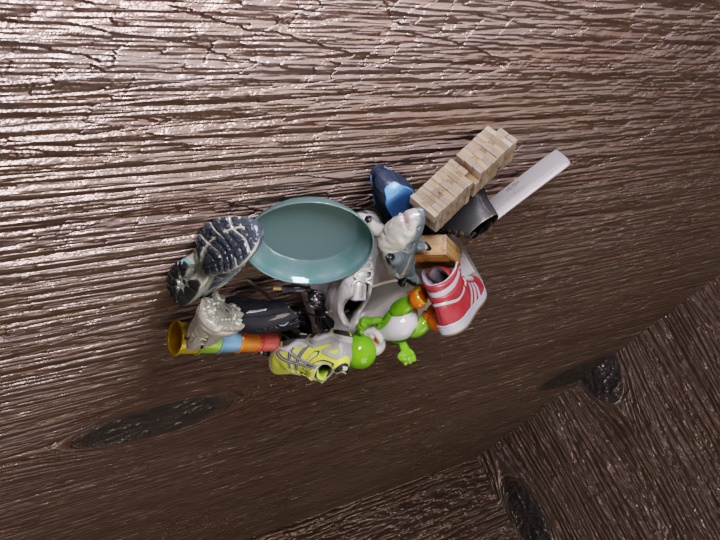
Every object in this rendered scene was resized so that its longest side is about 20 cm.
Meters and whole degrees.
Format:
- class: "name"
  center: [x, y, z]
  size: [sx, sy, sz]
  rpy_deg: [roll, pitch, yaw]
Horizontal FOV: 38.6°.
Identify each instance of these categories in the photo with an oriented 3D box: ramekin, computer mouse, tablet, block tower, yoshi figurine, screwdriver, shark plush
- class: "ramekin"
  center: [-0.012, 0.031, 1.822]
  size: [0.199, 0.098, 0.201]
  rpy_deg: [-24, 158, -10]
- class: "computer mouse"
  center: [-0.146, 0.068, 1.694]
  size: [0.198, 0.046, 0.141]
  rpy_deg: [6, 150, 7]
- class: "tablet"
  center: [0.270, -0.138, 1.781]
  size: [0.199, 0.014, 0.130]
  rpy_deg: [-37, -168, 9]
- class: "block tower"
  center: [0.158, -0.143, 1.591]
  size: [0.200, 0.054, 0.058]
  rpy_deg: [-42, 158, -25]
- class: "yoshi figurine"
  center: [0.044, 0.114, 1.800]
  size: [0.199, 0.113, 0.112]
  rpy_deg: [-31, 156, 23]
- class: "screwdriver"
  center: [-0.142, 0.063, 1.773]
  size: [0.029, 0.028, 0.200]
  rpy_deg: [-42, 138, 11]
- class: "shark plush"
  center: [0.077, -0.020, 1.591]
  size: [0.083, 0.091, 0.201]
  rpy_deg: [-27, 137, -4]

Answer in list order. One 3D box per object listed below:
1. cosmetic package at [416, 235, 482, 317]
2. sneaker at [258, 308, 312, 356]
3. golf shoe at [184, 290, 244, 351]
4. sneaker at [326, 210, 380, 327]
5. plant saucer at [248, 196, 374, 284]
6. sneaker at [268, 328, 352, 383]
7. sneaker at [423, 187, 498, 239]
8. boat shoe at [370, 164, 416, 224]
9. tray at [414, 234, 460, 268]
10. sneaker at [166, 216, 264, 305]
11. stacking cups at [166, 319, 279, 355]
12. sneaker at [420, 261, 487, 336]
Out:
- class: "cosmetic package"
  center: [0.117, 0.020, 1.942]
  size: [0.199, 0.108, 0.085]
  rpy_deg: [-33, 157, 10]
- class: "sneaker"
  center: [-0.135, 0.110, 1.891]
  size: [0.198, 0.081, 0.074]
  rpy_deg: [9, 119, -28]
- class: "golf shoe"
  center: [-0.235, 0.093, 1.603]
  size: [0.097, 0.078, 0.200]
  rpy_deg: [-51, -178, 0]
- class: "sneaker"
  center: [0.000, 0.000, 1.639]
  size: [0.074, 0.087, 0.202]
  rpy_deg: [2, 120, -17]
- class: "plant saucer"
  center: [-0.078, -0.051, 1.549]
  size: [0.198, 0.036, 0.201]
  rpy_deg: [-2, 144, -1]
- class: "sneaker"
  center: [-0.094, 0.159, 1.799]
  size: [0.075, 0.077, 0.199]
  rpy_deg: [15, 154, -39]
- class: "sneaker"
  center: [0.140, -0.076, 1.743]
  size: [0.074, 0.107, 0.200]
  rpy_deg: [-4, 149, -46]
- class: "boat shoe"
  center: [0.058, -0.116, 1.611]
  size: [0.084, 0.069, 0.200]
  rpy_deg: [-33, 161, -8]
- class: "tray"
  center: [0.109, -0.029, 1.736]
  size: [0.098, 0.037, 0.200]
  rpy_deg: [-1, 175, 12]
- class: "sneaker"
  center: [-0.203, -0.024, 1.515]
  size: [0.199, 0.078, 0.086]
  rpy_deg: [-34, 171, 36]
- class: "stacking cups"
  center: [-0.230, 0.122, 1.757]
  size: [0.199, 0.061, 0.061]
  rpy_deg: [8, 142, -37]
- class: "sneaker"
  center: [0.163, 0.022, 1.781]
  size: [0.071, 0.113, 0.200]
  rpy_deg: [-14, -163, 22]
